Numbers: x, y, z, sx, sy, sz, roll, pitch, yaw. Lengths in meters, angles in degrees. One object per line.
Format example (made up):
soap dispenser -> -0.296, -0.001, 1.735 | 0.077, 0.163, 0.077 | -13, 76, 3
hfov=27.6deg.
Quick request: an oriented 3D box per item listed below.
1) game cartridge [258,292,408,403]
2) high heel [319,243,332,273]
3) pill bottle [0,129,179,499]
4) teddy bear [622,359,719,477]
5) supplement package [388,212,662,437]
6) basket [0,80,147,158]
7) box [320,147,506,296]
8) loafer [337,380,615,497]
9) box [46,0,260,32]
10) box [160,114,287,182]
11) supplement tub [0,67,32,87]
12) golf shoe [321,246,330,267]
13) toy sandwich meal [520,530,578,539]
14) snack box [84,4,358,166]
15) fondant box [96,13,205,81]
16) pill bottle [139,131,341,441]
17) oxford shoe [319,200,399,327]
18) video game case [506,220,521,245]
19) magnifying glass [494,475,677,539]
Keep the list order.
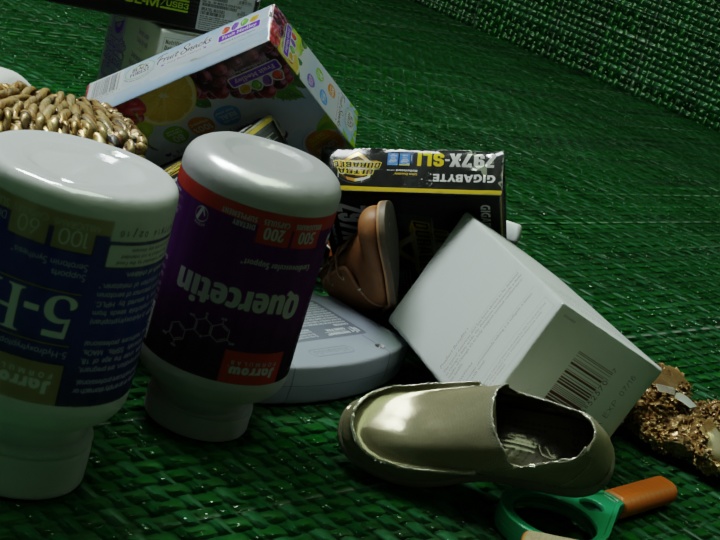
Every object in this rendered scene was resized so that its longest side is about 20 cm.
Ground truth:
game cartridge -> -0.058, 0.061, 1.188 | 0.133, 0.041, 0.199 | 26, 19, 36
high heel -> 0.010, -0.023, 1.465 | 0.198, 0.068, 0.096 | 15, 9, 5
pill bottle -> -0.188, 0.028, 0.881 | 0.119, 0.201, 0.120 | 15, 17, -5
teddy bear -> 0.246, 0.118, 1.274 | 0.199, 0.067, 0.145 | 25, 27, 5
supplement package -> 0.127, 0.058, 1.182 | 0.117, 0.117, 0.200 | 31, 10, -28
basket -> -0.246, -0.025, 0.988 | 0.148, 0.202, 0.143 | 6, 17, -27
box -> 0.051, -0.039, 1.314 | 0.158, 0.050, 0.200 | 4, -26, 8
loafer -> 0.082, 0.111, 1.031 | 0.198, 0.068, 0.076 | 4, 58, 3
box -> -0.203, -0.275, 1.388 | 0.198, 0.048, 0.193 | 9, 21, -14
box -> -0.162, -0.048, 1.177 | 0.159, 0.050, 0.200 | -23, 13, 30
supplement tub -> -0.349, -0.085, 1.118 | 0.198, 0.142, 0.140 | 3, 14, 15
golf shoe -> -0.089, -0.018, 1.331 | 0.094, 0.078, 0.200 | 22, 19, 15
toy sandwich meal -> 0.099, 0.197, 0.854 | 0.204, 0.071, 0.205 | 16, 17, -5
snack box -> -0.122, -0.133, 1.275 | 0.142, 0.199, 0.053 | 48, 34, -41
fondant box -> -0.211, -0.149, 1.410 | 0.058, 0.201, 0.144 | 6, 19, -31
pill bottle -> -0.090, 0.013, 1.019 | 0.112, 0.201, 0.113 | 15, 19, -5
oxford shoe -> 0.000, 0.000, 1.266 | 0.071, 0.072, 0.200 | 4, -25, 0
video game case -> 0.068, -0.040, 1.481 | 0.181, 0.024, 0.200 | 19, -13, 6
magnifying glass -> 0.172, 0.177, 1.078 | 0.079, 0.023, 0.199 | 30, 23, 37
